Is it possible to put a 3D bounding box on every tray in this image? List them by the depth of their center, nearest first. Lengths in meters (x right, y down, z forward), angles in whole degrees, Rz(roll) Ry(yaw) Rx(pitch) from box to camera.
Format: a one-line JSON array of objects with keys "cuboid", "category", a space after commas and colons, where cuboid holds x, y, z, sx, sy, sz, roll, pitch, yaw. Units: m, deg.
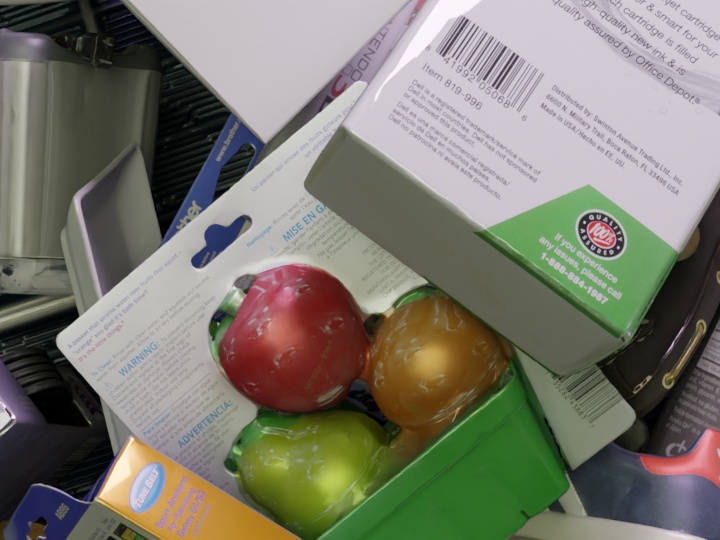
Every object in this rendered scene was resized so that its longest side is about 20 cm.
[{"cuboid": [-0.107, 0.048, 1.007, 0.022, 0.107, 0.202, -9, 105, 11], "category": "tray"}]

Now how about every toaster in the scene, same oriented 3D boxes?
[{"cuboid": [-0.176, -0.056, 1.087, 0.199, 0.113, 0.131, 5, 94, 49], "category": "toaster"}]

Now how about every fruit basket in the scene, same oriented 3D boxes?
[{"cuboid": [-0.006, 0.048, 0.945, 0.185, 0.094, 0.200, -40, 93, 8], "category": "fruit basket"}]

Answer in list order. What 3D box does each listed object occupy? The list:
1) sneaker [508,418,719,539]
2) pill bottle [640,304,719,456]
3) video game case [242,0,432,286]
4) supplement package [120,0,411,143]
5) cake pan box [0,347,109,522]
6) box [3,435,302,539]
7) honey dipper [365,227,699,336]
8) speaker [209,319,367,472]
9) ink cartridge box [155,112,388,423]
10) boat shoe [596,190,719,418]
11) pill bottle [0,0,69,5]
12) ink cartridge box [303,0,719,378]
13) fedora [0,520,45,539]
[{"cuboid": [0.093, 0.098, 1.015, 0.198, 0.075, 0.085, 7, 72, 30], "category": "sneaker"}, {"cuboid": [0.213, 0.068, 1.049, 0.110, 0.111, 0.201, 27, 90, 9], "category": "pill bottle"}, {"cuboid": [0.061, -0.054, 1.068, 0.199, 0.023, 0.183, 33, 73, -10], "category": "video game case"}, {"cuboid": [-0.054, -0.157, 0.985, 0.121, 0.200, 0.120, -43, 106, 4], "category": "supplement package"}, {"cuboid": [-0.228, 0.121, 1.073, 0.200, 0.184, 0.052, -41, 82, 5], "category": "cake pan box"}, {"cuboid": [-0.061, 0.148, 0.925, 0.199, 0.119, 0.042, 34, 54, -5], "category": "box"}, {"cuboid": [0.067, 0.007, 0.977, 0.198, 0.038, 0.038, -14, 84, 31], "category": "honey dipper"}, {"cuboid": [-0.044, 0.082, 1.100, 0.088, 0.088, 0.201, -26, 83, 6], "category": "speaker"}, {"cuboid": [0.000, 0.000, 1.073, 0.199, 0.042, 0.120, 32, 68, -12], "category": "ink cartridge box"}, {"cuboid": [0.154, -0.006, 1.025, 0.071, 0.201, 0.061, -20, 111, 43], "category": "boat shoe"}, {"cuboid": [-0.179, -0.245, 1.102, 0.113, 0.114, 0.202, -1, 102, 8], "category": "pill bottle"}, {"cuboid": [0.092, -0.081, 0.890, 0.146, 0.083, 0.201, 36, 69, -3], "category": "ink cartridge box"}, {"cuboid": [-0.101, 0.183, 1.076, 0.200, 0.201, 0.082, 42, 60, 9], "category": "fedora"}]
